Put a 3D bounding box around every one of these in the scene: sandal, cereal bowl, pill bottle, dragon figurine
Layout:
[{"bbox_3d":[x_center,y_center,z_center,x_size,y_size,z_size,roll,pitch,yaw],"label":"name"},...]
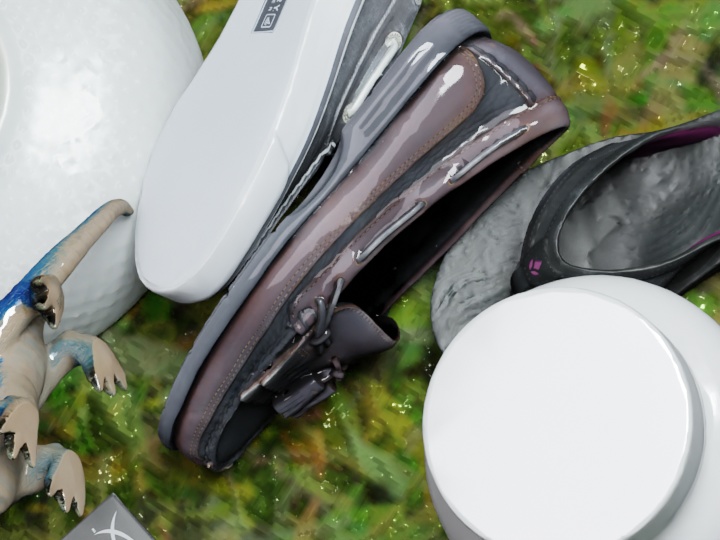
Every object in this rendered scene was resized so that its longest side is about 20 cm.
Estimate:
[{"bbox_3d":[0.111,-0.025,0.948,0.200,0.048,0.075,-26,73,10],"label":"sandal"},{"bbox_3d":[-0.164,-0.060,1.016,0.200,0.083,0.200,-3,77,15],"label":"cereal bowl"},{"bbox_3d":[0.084,0.063,0.858,0.111,0.200,0.112,-3,78,16],"label":"pill bottle"},{"bbox_3d":[-0.142,0.045,0.916,0.099,0.059,0.200,-13,47,26],"label":"dragon figurine"}]

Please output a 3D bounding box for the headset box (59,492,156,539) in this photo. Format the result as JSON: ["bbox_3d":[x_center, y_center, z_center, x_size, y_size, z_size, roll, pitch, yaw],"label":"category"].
[{"bbox_3d":[-0.105,0.201,0.874,0.200,0.077,0.149,-43,70,-8],"label":"headset box"}]

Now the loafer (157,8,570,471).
[{"bbox_3d":[0.000,0.000,0.955,0.063,0.072,0.200,38,102,14],"label":"loafer"}]

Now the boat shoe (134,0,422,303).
[{"bbox_3d":[-0.018,-0.072,0.984,0.072,0.068,0.200,7,70,50],"label":"boat shoe"}]
